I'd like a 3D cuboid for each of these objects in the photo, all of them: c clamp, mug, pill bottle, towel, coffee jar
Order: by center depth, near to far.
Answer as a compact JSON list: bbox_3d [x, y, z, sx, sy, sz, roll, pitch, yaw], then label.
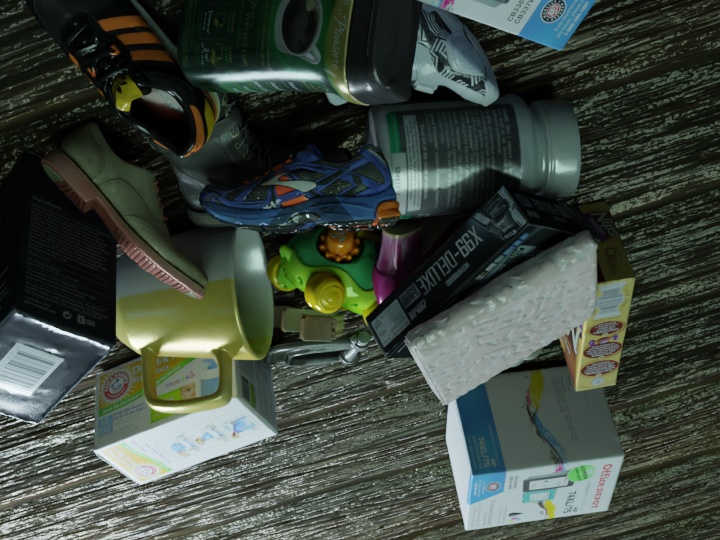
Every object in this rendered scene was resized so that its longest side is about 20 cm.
[{"bbox_3d":[-0.047,-0.193,0.903,0.197,0.106,0.085,9,-179,24],"label":"coffee jar"},{"bbox_3d":[0.108,-0.113,1.077,0.196,0.114,0.114,-5,139,-5],"label":"pill bottle"},{"bbox_3d":[0.145,0.050,1.090,0.198,0.032,0.191,-31,155,-1],"label":"towel"},{"bbox_3d":[-0.185,0.036,1.149,0.150,0.188,0.151,-6,122,9],"label":"mug"},{"bbox_3d":[-0.029,0.095,1.294,0.168,0.028,0.200,-6,170,-13],"label":"c clamp"}]

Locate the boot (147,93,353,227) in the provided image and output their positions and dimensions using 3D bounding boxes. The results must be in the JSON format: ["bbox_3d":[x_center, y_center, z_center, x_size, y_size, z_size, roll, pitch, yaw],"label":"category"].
[{"bbox_3d":[-0.115,-0.126,1.053,0.197,0.070,0.175,-14,138,5],"label":"boot"}]

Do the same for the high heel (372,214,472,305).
[{"bbox_3d":[0.088,-0.023,1.148,0.199,0.067,0.097,-29,133,-45],"label":"high heel"}]

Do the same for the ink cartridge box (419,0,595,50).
[{"bbox_3d":[0.094,-0.294,0.842,0.197,0.148,0.147,12,135,-23],"label":"ink cartridge box"}]

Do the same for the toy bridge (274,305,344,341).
[{"bbox_3d":[-0.054,0.056,1.215,0.066,0.028,0.200,3,-179,-16],"label":"toy bridge"}]

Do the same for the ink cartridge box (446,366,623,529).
[{"bbox_3d":[0.225,0.232,1.457,0.196,0.148,0.148,-7,140,-4],"label":"ink cartridge box"}]

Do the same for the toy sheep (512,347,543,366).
[{"bbox_3d":[0.158,0.044,1.244,0.137,0.139,0.200,23,132,-33],"label":"toy sheep"}]

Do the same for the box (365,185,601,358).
[{"bbox_3d":[0.121,0.009,1.084,0.200,0.050,0.157,-45,152,25],"label":"box"}]

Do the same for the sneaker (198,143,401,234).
[{"bbox_3d":[-0.057,-0.076,1.027,0.197,0.080,0.075,-1,175,15],"label":"sneaker"}]

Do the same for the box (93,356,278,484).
[{"bbox_3d":[-0.212,0.161,1.325,0.198,0.114,0.102,-22,140,15],"label":"box"}]

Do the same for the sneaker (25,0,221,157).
[{"bbox_3d":[-0.201,-0.176,0.927,0.070,0.090,0.200,-41,112,21],"label":"sneaker"}]

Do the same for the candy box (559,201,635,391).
[{"bbox_3d":[0.266,0.034,1.274,0.055,0.118,0.202,-9,139,-1],"label":"candy box"}]

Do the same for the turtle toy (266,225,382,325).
[{"bbox_3d":[0.000,0.000,1.182,0.198,0.145,0.103,20,92,-30],"label":"turtle toy"}]

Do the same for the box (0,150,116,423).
[{"bbox_3d":[-0.319,0.017,1.072,0.106,0.202,0.148,24,130,-35],"label":"box"}]

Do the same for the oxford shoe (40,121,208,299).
[{"bbox_3d":[-0.210,-0.057,1.055,0.200,0.074,0.071,47,161,-15],"label":"oxford shoe"}]

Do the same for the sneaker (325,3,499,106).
[{"bbox_3d":[0.030,-0.194,1.003,0.199,0.076,0.115,32,125,-32],"label":"sneaker"}]
